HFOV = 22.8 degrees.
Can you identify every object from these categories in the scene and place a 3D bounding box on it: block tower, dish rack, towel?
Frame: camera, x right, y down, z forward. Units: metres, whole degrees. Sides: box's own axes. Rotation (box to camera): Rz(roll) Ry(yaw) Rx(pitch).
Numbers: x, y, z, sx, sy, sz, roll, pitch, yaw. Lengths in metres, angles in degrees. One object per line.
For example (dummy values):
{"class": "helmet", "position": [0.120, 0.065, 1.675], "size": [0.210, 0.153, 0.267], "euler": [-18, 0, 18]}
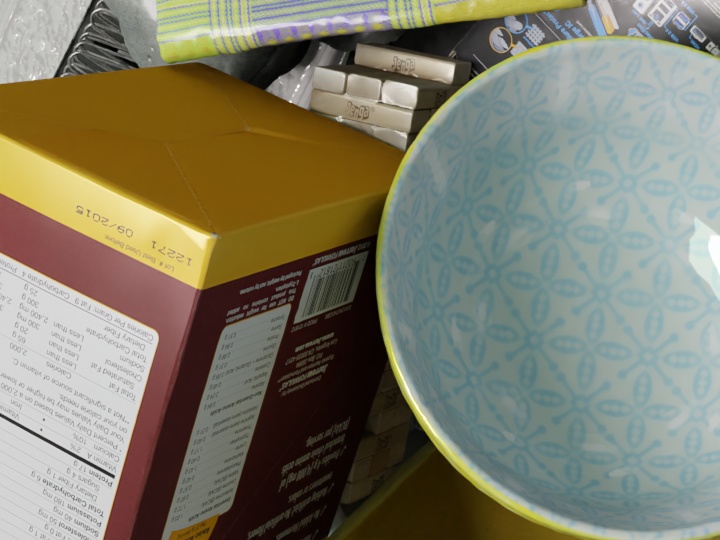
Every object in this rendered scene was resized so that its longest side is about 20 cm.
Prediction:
{"class": "block tower", "position": [0.000, 0.000, 0.813], "size": [0.054, 0.058, 0.201], "euler": [15, 104, 26]}
{"class": "dish rack", "position": [-0.148, -0.099, 0.997], "size": [0.154, 0.054, 0.200], "euler": [-60, 12, 24]}
{"class": "towel", "position": [0.007, -0.162, 0.764], "size": [0.199, 0.023, 0.145], "euler": [-7, 68, 15]}

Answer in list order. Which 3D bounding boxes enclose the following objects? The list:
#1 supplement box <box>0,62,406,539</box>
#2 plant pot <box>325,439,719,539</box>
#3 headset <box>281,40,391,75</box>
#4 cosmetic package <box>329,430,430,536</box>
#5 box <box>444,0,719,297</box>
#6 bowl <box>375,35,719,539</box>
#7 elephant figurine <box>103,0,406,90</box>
{"class": "supplement box", "position": [-0.087, 0.038, 0.722], "size": [0.132, 0.197, 0.201], "euler": [25, 109, 21]}
{"class": "plant pot", "position": [0.096, 0.197, 0.771], "size": [0.193, 0.195, 0.201], "euler": [-4, 113, 39]}
{"class": "headset", "position": [-0.046, -0.152, 0.954], "size": [0.123, 0.094, 0.201], "euler": [-19, 61, 38]}
{"class": "cosmetic package", "position": [-0.038, 0.172, 0.936], "size": [0.200, 0.107, 0.085], "euler": [-45, 63, 32]}
{"class": "box", "position": [0.131, -0.052, 0.791], "size": [0.200, 0.050, 0.199], "euler": [47, 125, 11]}
{"class": "bowl", "position": [0.101, 0.017, 0.726], "size": [0.199, 0.108, 0.202], "euler": [1, 75, -3]}
{"class": "elephant figurine", "position": [-0.027, -0.170, 0.849], "size": [0.199, 0.142, 0.156], "euler": [-25, 103, 10]}
